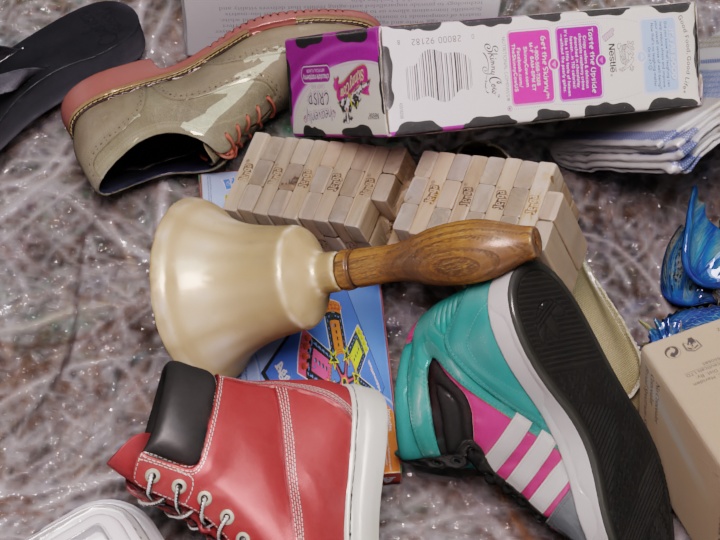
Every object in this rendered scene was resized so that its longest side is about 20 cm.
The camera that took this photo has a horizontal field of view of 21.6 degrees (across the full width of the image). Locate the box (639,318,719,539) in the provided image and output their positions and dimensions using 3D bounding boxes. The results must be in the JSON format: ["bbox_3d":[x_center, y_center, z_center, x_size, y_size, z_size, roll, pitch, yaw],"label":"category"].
[{"bbox_3d":[0.220,0.123,0.968,0.077,0.096,0.201,-17,43,-11],"label":"box"}]

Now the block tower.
[{"bbox_3d":[0.026,-0.031,1.040,0.198,0.058,0.054,9,63,28],"label":"block tower"}]

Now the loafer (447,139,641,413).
[{"bbox_3d":[0.094,0.008,1.072,0.076,0.068,0.201,-30,67,-16],"label":"loafer"}]

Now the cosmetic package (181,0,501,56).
[{"bbox_3d":[-0.012,-0.234,1.123,0.197,0.201,0.124,-1,59,-3],"label":"cosmetic package"}]

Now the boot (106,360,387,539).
[{"bbox_3d":[-0.063,0.148,0.964,0.143,0.072,0.202,9,66,-18],"label":"boot"}]

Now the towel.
[{"bbox_3d":[0.219,-0.113,1.116,0.199,0.147,0.024,-33,106,-19],"label":"towel"}]

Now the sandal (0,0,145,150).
[{"bbox_3d":[-0.221,-0.112,1.128,0.200,0.043,0.076,-38,47,-24],"label":"sandal"}]

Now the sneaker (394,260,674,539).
[{"bbox_3d":[0.081,0.097,1.015,0.084,0.120,0.201,-42,111,-47],"label":"sneaker"}]

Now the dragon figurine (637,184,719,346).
[{"bbox_3d":[0.208,-0.010,1.091,0.098,0.059,0.202,5,63,0],"label":"dragon figurine"}]

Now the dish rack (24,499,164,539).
[{"bbox_3d":[-0.165,0.219,0.966,0.199,0.044,0.172,-29,68,-15],"label":"dish rack"}]

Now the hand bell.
[{"bbox_3d":[0.000,0.000,0.984,0.198,0.104,0.105,-8,58,27],"label":"hand bell"}]

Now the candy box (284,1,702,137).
[{"bbox_3d":[0.073,-0.112,1.068,0.198,0.136,0.062,-8,97,-23],"label":"candy box"}]

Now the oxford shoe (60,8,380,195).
[{"bbox_3d":[-0.074,-0.094,1.119,0.198,0.071,0.075,-20,57,0],"label":"oxford shoe"}]

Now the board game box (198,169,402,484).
[{"bbox_3d":[-0.037,0.030,1.084,0.102,0.019,0.202,-5,62,-3],"label":"board game box"}]
